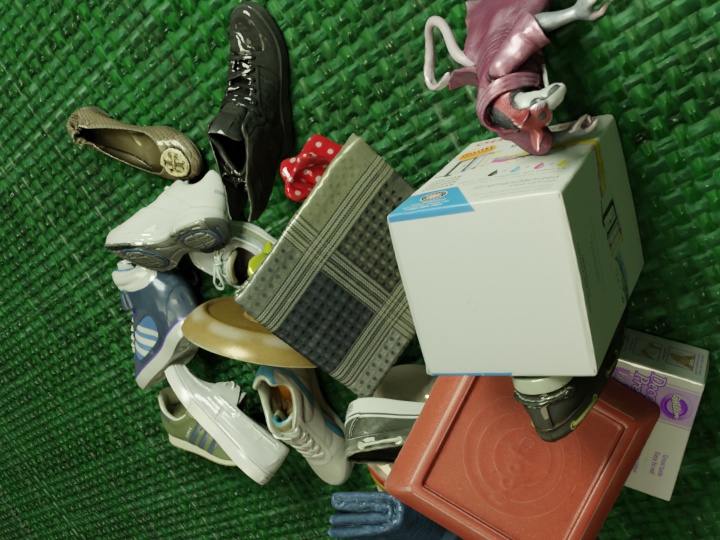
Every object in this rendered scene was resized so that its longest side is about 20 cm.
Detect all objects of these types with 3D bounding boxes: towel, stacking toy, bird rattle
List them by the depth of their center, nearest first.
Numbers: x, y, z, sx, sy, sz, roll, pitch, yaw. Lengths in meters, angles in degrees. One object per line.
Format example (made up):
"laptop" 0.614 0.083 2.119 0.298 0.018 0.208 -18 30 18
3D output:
"towel" 0.000 0.000 0.755 0.192 0.034 0.201 39 89 -28
"bird rattle" -0.036 -0.030 0.814 0.161 0.203 0.112 29 175 -24
"stacking toy" 0.056 0.219 0.907 0.144 0.147 0.202 27 144 15
"towel" 0.057 0.303 0.909 0.110 0.050 0.199 -13 149 33

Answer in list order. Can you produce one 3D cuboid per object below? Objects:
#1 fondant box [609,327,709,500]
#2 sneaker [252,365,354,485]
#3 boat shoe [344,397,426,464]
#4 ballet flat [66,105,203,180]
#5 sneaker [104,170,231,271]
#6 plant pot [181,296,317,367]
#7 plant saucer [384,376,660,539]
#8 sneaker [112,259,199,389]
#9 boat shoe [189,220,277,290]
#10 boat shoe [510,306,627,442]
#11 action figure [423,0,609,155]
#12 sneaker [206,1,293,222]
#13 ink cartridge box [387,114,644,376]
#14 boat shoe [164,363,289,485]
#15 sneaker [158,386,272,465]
"fondant box" 0.230 0.126 0.775 0.196 0.058 0.147 15 123 22
"sneaker" -0.075 0.195 0.978 0.075 0.081 0.203 -16 108 33
"boat shoe" 0.080 0.174 0.777 0.195 0.065 0.072 1 140 5
"ballet flat" -0.277 -0.151 0.928 0.196 0.046 0.069 22 126 18
"sneaker" -0.226 -0.057 0.920 0.196 0.089 0.074 -13 150 29
"plant pot" -0.099 0.062 0.854 0.196 0.199 0.028 14 102 23
"plant saucer" 0.148 0.169 0.711 0.197 0.037 0.203 28 93 9
"sneaker" -0.283 0.057 1.036 0.148 0.080 0.200 54 137 10
"boat shoe" -0.125 -0.003 0.908 0.198 0.065 0.076 20 124 20
"boat shoe" 0.190 0.074 0.675 0.071 0.200 0.062 -9 106 40
"action figure" 0.111 -0.162 0.593 0.145 0.202 0.136 -1 130 11
"sneaker" -0.117 -0.162 0.790 0.059 0.104 0.204 6 118 27
"ink cartridge box" 0.140 -0.025 0.653 0.144 0.200 0.148 -6 111 32
"boat shoe" -0.172 0.184 1.001 0.199 0.069 0.072 43 171 20
"sneaker" -0.207 0.208 1.069 0.196 0.067 0.092 3 123 33
